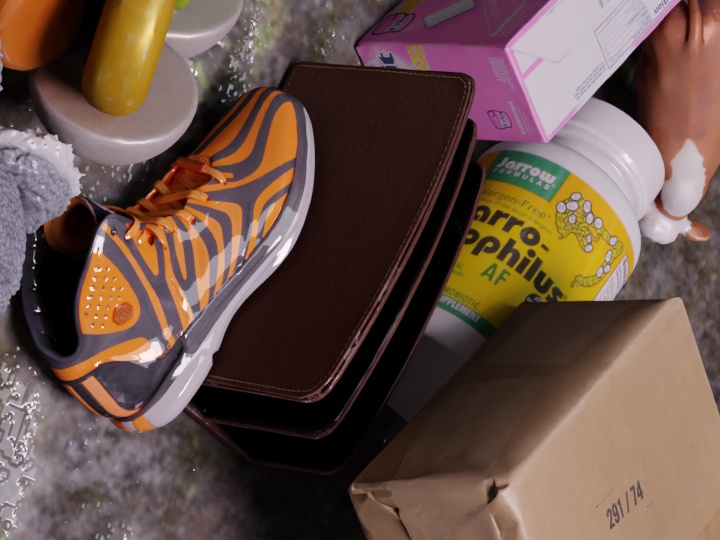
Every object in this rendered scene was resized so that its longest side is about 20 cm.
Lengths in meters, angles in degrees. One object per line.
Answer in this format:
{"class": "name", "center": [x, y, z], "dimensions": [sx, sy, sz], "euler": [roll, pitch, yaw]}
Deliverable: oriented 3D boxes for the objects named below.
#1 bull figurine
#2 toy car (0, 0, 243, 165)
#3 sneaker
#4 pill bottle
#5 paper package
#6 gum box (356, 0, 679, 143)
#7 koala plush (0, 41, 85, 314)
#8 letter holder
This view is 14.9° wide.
{"class": "bull figurine", "center": [0.196, -0.110, 1.675], "dimensions": [0.200, 0.065, 0.122], "euler": [96, -2, -50]}
{"class": "toy car", "center": [-0.124, -0.165, 1.309], "dimensions": [0.200, 0.149, 0.175], "euler": [-70, -178, -46]}
{"class": "sneaker", "center": [-0.100, -0.025, 1.396], "dimensions": [0.112, 0.077, 0.201], "euler": [43, 64, -42]}
{"class": "pill bottle", "center": [0.092, -0.004, 1.577], "dimensions": [0.200, 0.113, 0.113], "euler": [-51, 128, -29]}
{"class": "paper package", "center": [0.107, 0.137, 1.430], "dimensions": [0.200, 0.103, 0.191], "euler": [-44, 122, -45]}
{"class": "gum box", "center": [0.106, -0.157, 1.572], "dimensions": [0.200, 0.113, 0.066], "euler": [-46, 124, -33]}
{"class": "koala plush", "center": [-0.212, -0.037, 1.223], "dimensions": [0.178, 0.183, 0.200], "euler": [-58, 143, -25]}
{"class": "letter holder", "center": [0.000, 0.000, 1.457], "dimensions": [0.101, 0.142, 0.200], "euler": [44, 63, -40]}
